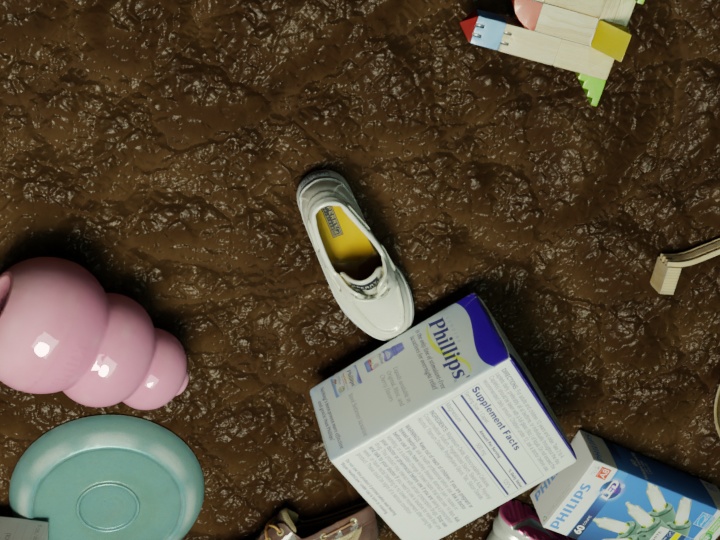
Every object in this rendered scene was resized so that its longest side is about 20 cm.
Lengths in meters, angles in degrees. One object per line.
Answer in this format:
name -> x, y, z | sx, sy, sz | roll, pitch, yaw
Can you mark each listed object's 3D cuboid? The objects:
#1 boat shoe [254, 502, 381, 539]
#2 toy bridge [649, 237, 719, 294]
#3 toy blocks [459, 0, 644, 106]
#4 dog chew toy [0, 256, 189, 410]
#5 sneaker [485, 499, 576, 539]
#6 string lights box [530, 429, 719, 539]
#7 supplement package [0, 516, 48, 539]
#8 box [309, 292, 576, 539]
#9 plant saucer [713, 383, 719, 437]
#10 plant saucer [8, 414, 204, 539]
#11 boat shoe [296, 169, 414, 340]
boat shoe -> -0.078, 0.288, 1.322 | 0.200, 0.072, 0.072 | -9, 100, 0
toy bridge -> 0.401, -0.004, 1.269 | 0.200, 0.027, 0.067 | 4, 117, -13
toy blocks -> 0.168, -0.257, 1.055 | 0.136, 0.100, 0.200 | 14, 116, -6
dog chew toy -> -0.246, 0.069, 1.135 | 0.200, 0.125, 0.125 | 28, 110, -31
sneaker -> 0.212, 0.339, 1.399 | 0.200, 0.081, 0.088 | 33, 110, -16
string lights box -> 0.302, 0.262, 1.379 | 0.200, 0.059, 0.103 | 23, 113, -21
supplement package -> -0.422, 0.318, 1.219 | 0.200, 0.121, 0.120 | 8, 117, -6
box -> 0.083, 0.155, 1.237 | 0.200, 0.105, 0.184 | -30, 130, 7
plant saucer -> 0.475, 0.124, 1.350 | 0.200, 0.035, 0.201 | -4, 119, -8
plant saucer -> -0.261, 0.238, 1.277 | 0.200, 0.027, 0.201 | -4, 120, -8
boat shoe -> 0.000, 0.000, 1.167 | 0.071, 0.070, 0.200 | -23, 123, 3
